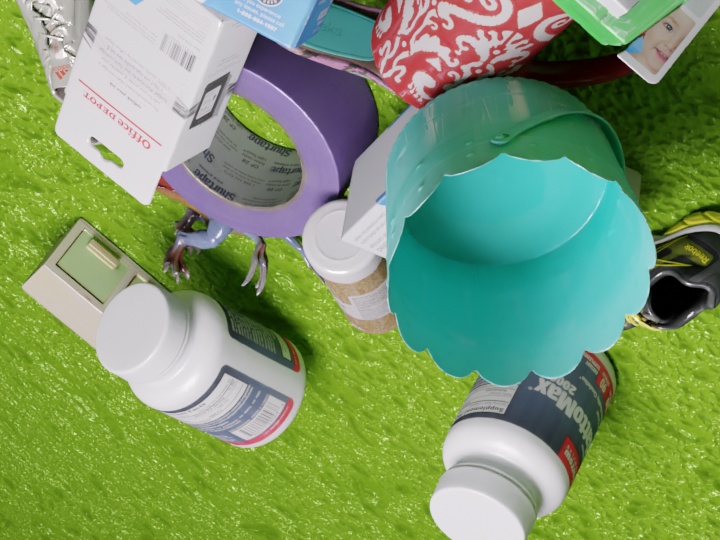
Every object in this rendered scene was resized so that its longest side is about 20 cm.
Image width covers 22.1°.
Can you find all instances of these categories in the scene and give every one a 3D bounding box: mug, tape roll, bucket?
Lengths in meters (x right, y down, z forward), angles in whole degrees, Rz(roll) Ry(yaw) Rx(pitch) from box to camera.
[{"bbox_3d":[0.107,-0.189,1.355,0.178,0.133,0.200,56,146,8],"label":"mug"},{"bbox_3d":[-0.091,-0.130,1.601,0.200,0.085,0.200,19,139,17],"label":"tape roll"},{"bbox_3d":[0.111,-0.034,1.352,0.207,0.135,0.207,-2,128,-3],"label":"bucket"}]

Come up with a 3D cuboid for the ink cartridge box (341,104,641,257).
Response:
[{"bbox_3d":[0.107,-0.052,1.502,0.200,0.085,0.145,21,147,-19],"label":"ink cartridge box"}]

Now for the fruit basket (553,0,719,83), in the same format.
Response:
[{"bbox_3d":[0.190,-0.255,1.206,0.185,0.094,0.200,41,96,-10],"label":"fruit basket"}]

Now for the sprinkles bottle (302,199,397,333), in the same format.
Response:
[{"bbox_3d":[0.000,0.000,1.628,0.068,0.068,0.200,20,167,15],"label":"sprinkles bottle"}]

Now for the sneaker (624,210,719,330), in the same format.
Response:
[{"bbox_3d":[0.236,0.014,1.532,0.074,0.085,0.200,43,141,-12],"label":"sneaker"}]

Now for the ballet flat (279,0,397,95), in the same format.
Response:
[{"bbox_3d":[0.016,-0.178,1.474,0.200,0.069,0.071,16,-175,-20],"label":"ballet flat"}]

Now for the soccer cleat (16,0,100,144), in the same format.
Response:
[{"bbox_3d":[-0.262,-0.204,1.642,0.069,0.078,0.200,-6,128,38],"label":"soccer cleat"}]

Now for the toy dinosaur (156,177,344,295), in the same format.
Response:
[{"bbox_3d":[-0.101,-0.049,1.699,0.181,0.105,0.200,-26,103,25],"label":"toy dinosaur"}]

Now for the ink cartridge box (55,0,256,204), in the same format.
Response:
[{"bbox_3d":[-0.165,-0.166,1.495,0.116,0.067,0.200,39,130,13],"label":"ink cartridge box"}]

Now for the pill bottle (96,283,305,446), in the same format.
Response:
[{"bbox_3d":[-0.156,0.087,1.782,0.119,0.120,0.200,-3,157,36],"label":"pill bottle"}]

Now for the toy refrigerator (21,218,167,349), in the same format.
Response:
[{"bbox_3d":[-0.242,0.044,1.899,0.200,0.076,0.070,41,141,-10],"label":"toy refrigerator"}]

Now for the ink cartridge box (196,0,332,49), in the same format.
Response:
[{"bbox_3d":[-0.062,-0.286,1.342,0.145,0.084,0.200,28,110,5],"label":"ink cartridge box"}]

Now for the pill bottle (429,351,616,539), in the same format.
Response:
[{"bbox_3d":[0.143,0.153,1.652,0.119,0.200,0.120,19,141,16],"label":"pill bottle"}]
